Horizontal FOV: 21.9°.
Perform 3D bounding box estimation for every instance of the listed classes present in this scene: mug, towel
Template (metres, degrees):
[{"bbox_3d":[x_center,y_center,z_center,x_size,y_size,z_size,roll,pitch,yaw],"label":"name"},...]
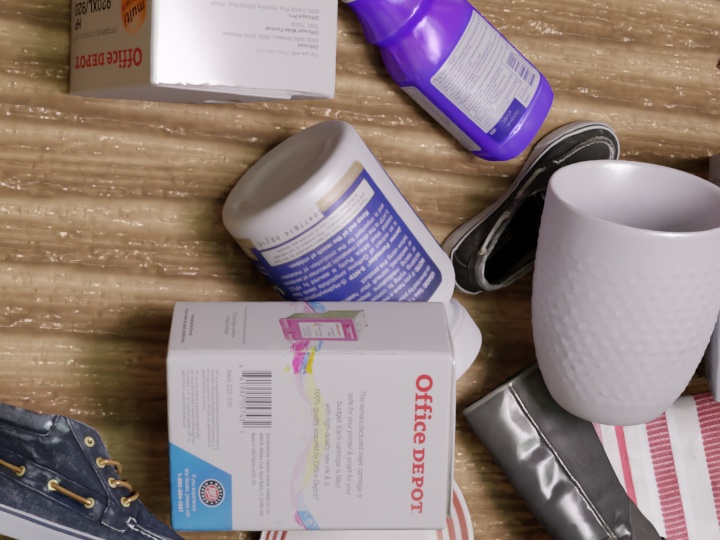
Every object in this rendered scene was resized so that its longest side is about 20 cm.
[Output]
[{"bbox_3d":[0.212,0.014,1.461,0.200,0.147,0.176,-48,148,-62],"label":"mug"},{"bbox_3d":[0.265,0.179,1.573,0.199,0.023,0.145,-6,81,-19],"label":"towel"}]

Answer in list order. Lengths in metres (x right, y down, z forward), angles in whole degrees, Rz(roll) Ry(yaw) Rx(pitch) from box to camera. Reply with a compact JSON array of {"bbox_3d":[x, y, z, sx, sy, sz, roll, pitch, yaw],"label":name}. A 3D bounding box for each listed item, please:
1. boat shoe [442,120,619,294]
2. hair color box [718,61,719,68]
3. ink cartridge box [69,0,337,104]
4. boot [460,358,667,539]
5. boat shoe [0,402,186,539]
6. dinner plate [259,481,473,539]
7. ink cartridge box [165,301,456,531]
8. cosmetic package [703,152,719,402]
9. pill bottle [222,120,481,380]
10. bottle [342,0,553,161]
[{"bbox_3d":[0.151,-0.049,1.504,0.200,0.064,0.071,-44,113,-22],"label":"boat shoe"},{"bbox_3d":[0.423,-0.179,1.664,0.200,0.064,0.111,31,78,-28],"label":"hair color box"},{"bbox_3d":[-0.109,-0.218,1.288,0.144,0.147,0.201,0,92,-31],"label":"ink cartridge box"},{"bbox_3d":[0.144,0.188,1.482,0.182,0.072,0.201,-37,99,-34],"label":"boot"},{"bbox_3d":[-0.178,0.155,1.280,0.199,0.071,0.091,19,81,-5],"label":"boat shoe"},{"bbox_3d":[0.002,0.228,1.453,0.199,0.024,0.201,-2,95,-32],"label":"dinner plate"},{"bbox_3d":[-0.034,0.103,1.319,0.199,0.085,0.145,1,116,-1],"label":"ink cartridge box"},{"bbox_3d":[0.347,0.003,1.535,0.122,0.199,0.201,0,92,8],"label":"cosmetic package"},{"bbox_3d":[0.000,0.000,1.383,0.120,0.120,0.200,-46,114,-21],"label":"pill bottle"},{"bbox_3d":[0.061,-0.170,1.442,0.200,0.065,0.084,39,72,-27],"label":"bottle"}]
